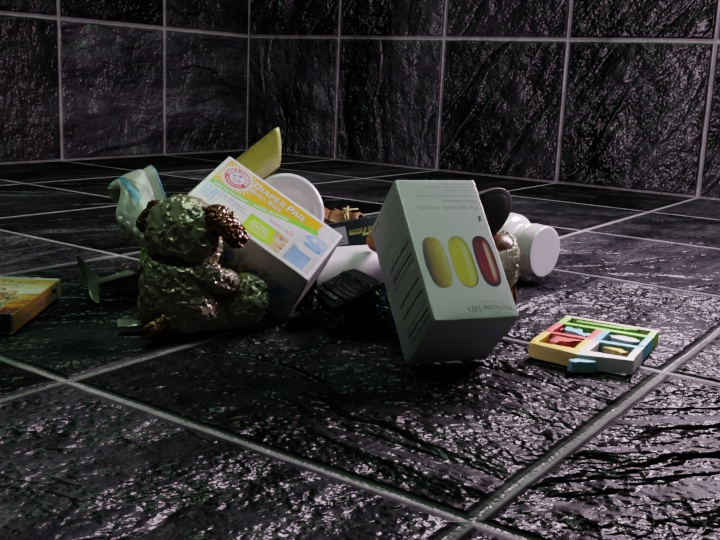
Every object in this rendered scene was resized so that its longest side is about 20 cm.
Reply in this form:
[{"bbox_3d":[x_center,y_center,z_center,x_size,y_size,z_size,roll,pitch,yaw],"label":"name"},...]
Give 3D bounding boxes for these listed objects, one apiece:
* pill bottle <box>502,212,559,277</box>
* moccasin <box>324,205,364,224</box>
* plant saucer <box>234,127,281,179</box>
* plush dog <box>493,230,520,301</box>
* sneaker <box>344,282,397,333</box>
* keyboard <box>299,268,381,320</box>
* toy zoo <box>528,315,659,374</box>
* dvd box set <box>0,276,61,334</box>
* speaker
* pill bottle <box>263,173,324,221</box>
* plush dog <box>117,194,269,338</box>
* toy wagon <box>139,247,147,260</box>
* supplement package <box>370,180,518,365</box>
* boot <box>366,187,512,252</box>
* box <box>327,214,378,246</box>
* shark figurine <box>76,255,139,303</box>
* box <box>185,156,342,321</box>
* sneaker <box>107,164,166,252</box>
[{"bbox_3d":[0.247,-0.049,1.625,0.114,0.115,0.200,-9,16,-43],"label":"pill bottle"},{"bbox_3d":[-0.013,-0.079,1.656,0.201,0.078,0.074,31,24,16],"label":"moccasin"},{"bbox_3d":[-0.204,-0.128,1.437,0.200,0.048,0.200,-41,5,-14],"label":"plant saucer"},{"bbox_3d":[0.143,0.003,1.362,0.171,0.161,0.200,-16,31,-1],"label":"plush dog"},{"bbox_3d":[0.076,0.058,1.232,0.199,0.076,0.077,-4,-28,14],"label":"sneaker"},{"bbox_3d":[-0.039,0.025,1.253,0.104,0.040,0.200,-36,10,-7],"label":"keyboard"},{"bbox_3d":[0.299,0.097,1.170,0.131,0.021,0.200,9,13,28],"label":"toy zoo"},{"bbox_3d":[-0.507,0.044,1.235,0.146,0.030,0.200,2,12,-1],"label":"dvd box set"},{"bbox_3d":[0.000,0.000,1.431,0.199,0.082,0.081,-5,14,-30],"label":"speaker"},{"bbox_3d":[-0.129,-0.083,1.462,0.119,0.120,0.200,0,-3,-10],"label":"pill bottle"},{"bbox_3d":[-0.230,-0.012,1.167,0.199,0.173,0.160,8,12,24],"label":"plush dog"},{"bbox_3d":[-0.256,-0.036,1.492,0.199,0.040,0.155,-14,-10,36],"label":"toy wagon"},{"bbox_3d":[0.099,0.001,1.115,0.113,0.110,0.201,-2,58,-20],"label":"supplement package"},{"bbox_3d":[0.112,-0.068,1.328,0.068,0.188,0.200,44,1,-21],"label":"boot"},{"bbox_3d":[0.025,-0.052,1.535,0.199,0.051,0.158,-10,-10,-7],"label":"box"},{"bbox_3d":[-0.316,-0.005,1.379,0.213,0.090,0.128,1,10,-14],"label":"shark figurine"},{"bbox_3d":[-0.146,-0.045,1.262,0.200,0.101,0.113,35,45,1],"label":"box"},{"bbox_3d":[-0.312,-0.062,1.344,0.080,0.077,0.200,-21,58,-13],"label":"sneaker"}]
